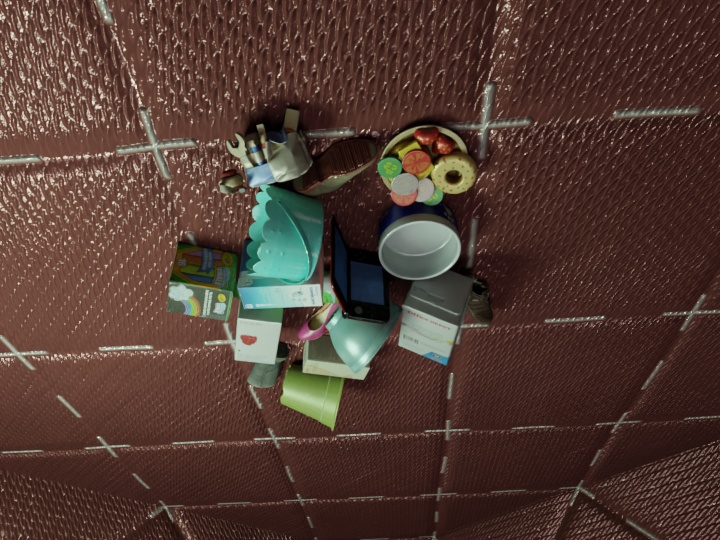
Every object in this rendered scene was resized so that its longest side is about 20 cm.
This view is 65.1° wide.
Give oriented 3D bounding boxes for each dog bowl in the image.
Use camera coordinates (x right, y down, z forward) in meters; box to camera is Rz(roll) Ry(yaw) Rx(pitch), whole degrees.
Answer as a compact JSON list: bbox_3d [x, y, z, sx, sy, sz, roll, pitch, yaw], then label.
[{"bbox_3d":[0.136,-0.072,1.329,0.192,0.081,0.203,-1,139,-1],"label":"dog bowl"}]

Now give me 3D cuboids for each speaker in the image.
[{"bbox_3d":[-0.145,0.043,1.449,0.192,0.091,0.090,0,141,-2],"label":"speaker"}]

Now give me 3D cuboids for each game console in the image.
[{"bbox_3d":[0.000,0.000,1.312,0.166,0.205,0.120,9,141,-13],"label":"game console"}]

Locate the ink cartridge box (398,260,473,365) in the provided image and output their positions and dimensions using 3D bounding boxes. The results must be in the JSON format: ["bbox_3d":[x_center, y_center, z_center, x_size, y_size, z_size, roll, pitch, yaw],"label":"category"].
[{"bbox_3d":[0.191,0.110,1.448,0.143,0.148,0.203,20,147,13],"label":"ink cartridge box"}]

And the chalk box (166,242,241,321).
[{"bbox_3d":[-0.369,0.033,1.401,0.193,0.127,0.126,10,138,-16],"label":"chalk box"}]

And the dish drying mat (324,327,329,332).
[{"bbox_3d":[-0.020,0.175,1.611,0.075,0.019,0.199,-28,152,21],"label":"dish drying mat"}]

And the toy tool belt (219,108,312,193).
[{"bbox_3d":[-0.198,-0.237,1.116,0.193,0.125,0.127,-13,108,8],"label":"toy tool belt"}]

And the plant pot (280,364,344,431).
[{"bbox_3d":[-0.150,0.379,1.785,0.183,0.204,0.203,14,140,0],"label":"plant pot"}]

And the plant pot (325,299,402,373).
[{"bbox_3d":[-0.005,0.131,1.405,0.133,0.202,0.201,37,132,-2],"label":"plant pot"}]

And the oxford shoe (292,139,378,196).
[{"bbox_3d":[-0.045,-0.214,1.183,0.194,0.073,0.074,-18,163,19],"label":"oxford shoe"}]

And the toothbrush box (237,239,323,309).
[{"bbox_3d":[-0.185,0.005,1.355,0.192,0.150,0.087,-1,142,0],"label":"toothbrush box"}]

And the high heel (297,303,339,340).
[{"bbox_3d":[-0.112,0.125,1.552,0.196,0.069,0.096,-28,144,20],"label":"high heel"}]

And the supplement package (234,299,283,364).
[{"bbox_3d":[-0.276,0.146,1.537,0.117,0.123,0.203,7,139,-9],"label":"supplement package"}]

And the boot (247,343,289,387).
[{"bbox_3d":[-0.320,0.289,1.755,0.177,0.075,0.201,17,143,-18],"label":"boot"}]

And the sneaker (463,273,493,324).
[{"bbox_3d":[0.321,0.080,1.516,0.074,0.072,0.199,-21,136,32],"label":"sneaker"}]

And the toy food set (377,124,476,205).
[{"bbox_3d":[0.133,-0.214,1.186,0.194,0.050,0.200,-25,135,25],"label":"toy food set"}]

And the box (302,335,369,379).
[{"bbox_3d":[-0.072,0.260,1.700,0.193,0.097,0.079,11,140,-12],"label":"box"}]

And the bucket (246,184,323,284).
[{"bbox_3d":[-0.166,-0.076,1.226,0.130,0.212,0.209,9,140,-19],"label":"bucket"}]
